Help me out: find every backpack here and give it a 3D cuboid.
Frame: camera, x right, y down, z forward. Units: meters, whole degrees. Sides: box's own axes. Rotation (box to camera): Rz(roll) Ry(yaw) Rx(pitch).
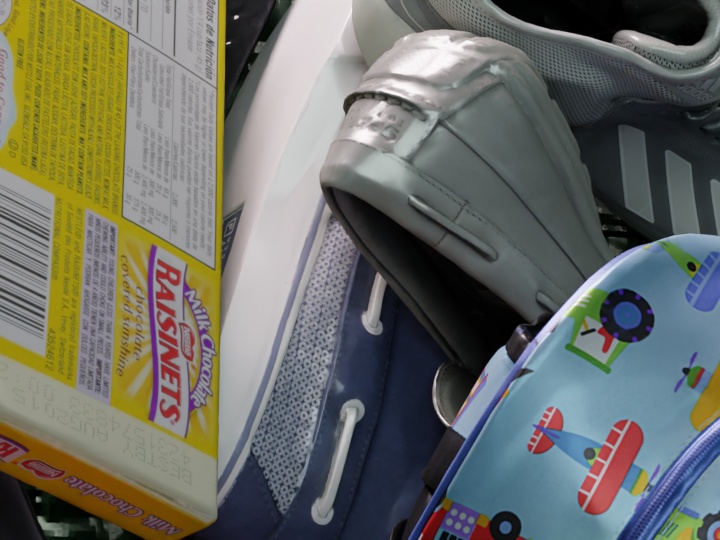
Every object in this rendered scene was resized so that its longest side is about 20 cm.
[{"bbox_3d":[0.090,0.086,0.690,0.134,0.200,0.183,34,100,30],"label":"backpack"}]

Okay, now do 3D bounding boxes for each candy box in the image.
[{"bbox_3d":[-0.080,-0.034,0.773,0.102,0.026,0.200,32,44,-39],"label":"candy box"}]

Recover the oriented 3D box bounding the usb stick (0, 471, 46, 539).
[{"bbox_3d":[-0.113,0.082,0.802,0.055,0.033,0.200,-18,74,-24],"label":"usb stick"}]

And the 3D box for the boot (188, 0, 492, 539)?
[{"bbox_3d":[0.000,0.000,0.845,0.090,0.073,0.200,29,65,-20],"label":"boot"}]

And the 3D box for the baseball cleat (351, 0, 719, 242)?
[{"bbox_3d":[0.095,-0.047,0.823,0.200,0.106,0.070,16,78,-29],"label":"baseball cleat"}]

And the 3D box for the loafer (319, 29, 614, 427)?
[{"bbox_3d":[0.049,0.026,0.797,0.070,0.070,0.200,-49,120,-28],"label":"loafer"}]

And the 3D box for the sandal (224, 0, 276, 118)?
[{"bbox_3d":[-0.075,-0.037,0.851,0.075,0.048,0.201,29,54,0],"label":"sandal"}]
